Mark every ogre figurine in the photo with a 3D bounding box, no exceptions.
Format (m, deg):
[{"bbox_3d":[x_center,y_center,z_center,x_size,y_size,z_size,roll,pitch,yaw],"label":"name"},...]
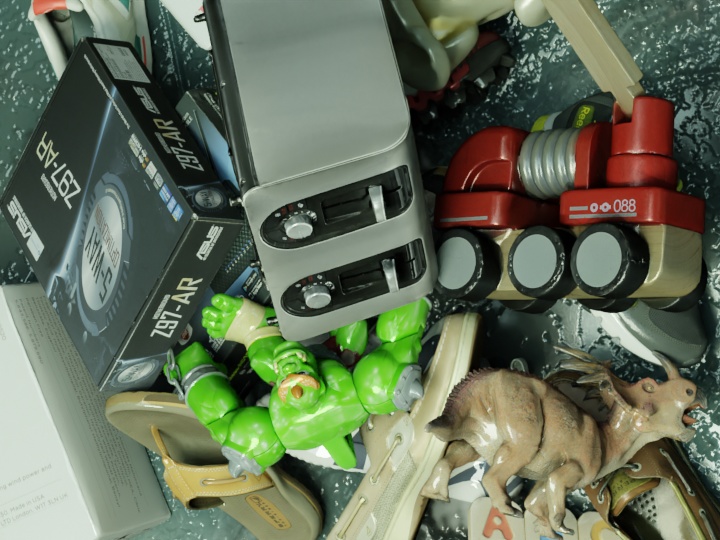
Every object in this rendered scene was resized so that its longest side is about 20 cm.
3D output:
[{"bbox_3d":[-0.030,0.063,1.608,0.199,0.098,0.120,-12,50,-4],"label":"ogre figurine"}]

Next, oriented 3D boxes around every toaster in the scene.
[{"bbox_3d":[-0.028,-0.084,1.536,0.118,0.181,0.201,-13,56,-1],"label":"toaster"}]

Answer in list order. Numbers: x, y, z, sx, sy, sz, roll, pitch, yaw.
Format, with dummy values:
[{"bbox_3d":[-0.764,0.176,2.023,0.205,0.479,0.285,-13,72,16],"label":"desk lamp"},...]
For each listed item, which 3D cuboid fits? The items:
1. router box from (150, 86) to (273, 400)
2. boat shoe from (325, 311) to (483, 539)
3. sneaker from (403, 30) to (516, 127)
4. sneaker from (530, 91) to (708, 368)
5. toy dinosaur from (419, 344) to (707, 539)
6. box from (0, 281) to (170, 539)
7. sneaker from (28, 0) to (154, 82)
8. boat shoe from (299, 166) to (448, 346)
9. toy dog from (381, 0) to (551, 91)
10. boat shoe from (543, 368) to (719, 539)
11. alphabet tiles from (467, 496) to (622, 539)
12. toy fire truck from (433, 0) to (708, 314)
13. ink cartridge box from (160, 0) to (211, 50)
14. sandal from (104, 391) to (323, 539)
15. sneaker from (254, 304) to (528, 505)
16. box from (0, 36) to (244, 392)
[{"bbox_3d":[-0.107,-0.009,1.715,0.150,0.062,0.200,52,125,24],"label":"router box"},{"bbox_3d":[0.029,0.114,1.631,0.065,0.072,0.201,22,110,7],"label":"boat shoe"},{"bbox_3d":[0.010,-0.134,1.704,0.200,0.071,0.098,-23,86,21],"label":"sneaker"},{"bbox_3d":[0.184,-0.030,1.628,0.085,0.074,0.200,-35,79,40],"label":"sneaker"},{"bbox_3d":[0.115,0.098,1.579,0.086,0.199,0.136,-1,72,60],"label":"toy dinosaur"},{"bbox_3d":[-0.279,0.134,1.791,0.198,0.131,0.201,-25,84,20],"label":"box"},{"bbox_3d":[-0.206,-0.217,1.770,0.070,0.093,0.201,-10,89,21],"label":"sneaker"},{"bbox_3d":[0.000,0.000,1.718,0.200,0.062,0.075,-41,80,19],"label":"boat shoe"},{"bbox_3d":[0.091,-0.214,1.624,0.200,0.194,0.140,-30,84,-12],"label":"toy dog"},{"bbox_3d":[0.190,0.143,1.647,0.200,0.068,0.072,45,108,14],"label":"boat shoe"},{"bbox_3d":[0.133,0.247,1.621,0.199,0.015,0.196,9,59,-15],"label":"alphabet tiles"},{"bbox_3d":[0.129,-0.078,1.564,0.176,0.128,0.201,-1,81,41],"label":"toy fire truck"},{"bbox_3d":[-0.094,-0.267,1.698,0.145,0.145,0.200,-43,77,16],"label":"ink cartridge box"},{"bbox_3d":[-0.101,0.149,1.705,0.080,0.200,0.054,-17,41,37],"label":"sandal"},{"bbox_3d":[0.028,0.080,1.701,0.198,0.079,0.130,14,96,20],"label":"sneaker"},{"bbox_3d":[-0.171,-0.040,1.690,0.160,0.043,0.200,-58,47,30],"label":"box"}]
